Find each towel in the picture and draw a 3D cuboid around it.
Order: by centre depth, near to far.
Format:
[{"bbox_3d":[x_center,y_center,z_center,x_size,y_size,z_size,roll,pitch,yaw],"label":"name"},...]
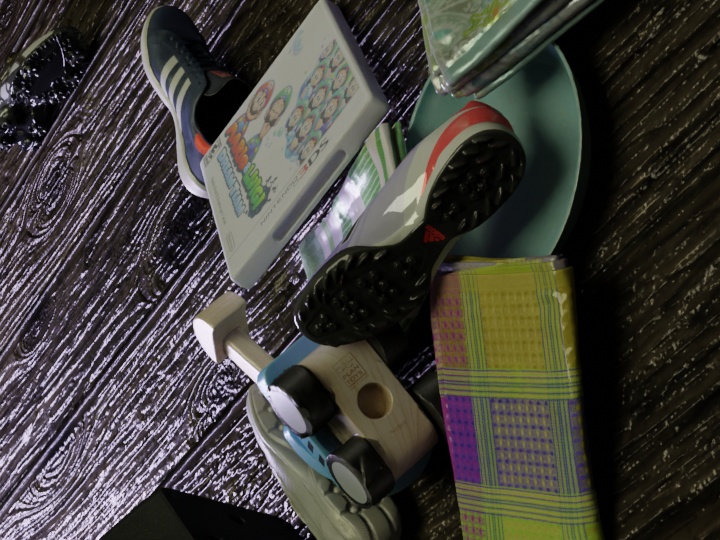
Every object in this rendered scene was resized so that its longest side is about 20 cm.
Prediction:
[{"bbox_3d":[0.101,0.087,1.079,0.143,0.023,0.202,-5,93,56],"label":"towel"},{"bbox_3d":[0.110,-0.228,1.099,0.200,0.048,0.172,-38,46,35],"label":"towel"},{"bbox_3d":[0.000,0.000,1.248,0.200,0.023,0.154,127,137,-56],"label":"towel"}]

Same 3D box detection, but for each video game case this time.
[{"bbox_3d":[-0.058,-0.106,1.317,0.182,0.024,0.200,-52,28,18],"label":"video game case"}]

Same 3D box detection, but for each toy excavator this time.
[{"bbox_3d":[-0.039,0.087,1.219,0.195,0.100,0.200,51,156,1],"label":"toy excavator"}]

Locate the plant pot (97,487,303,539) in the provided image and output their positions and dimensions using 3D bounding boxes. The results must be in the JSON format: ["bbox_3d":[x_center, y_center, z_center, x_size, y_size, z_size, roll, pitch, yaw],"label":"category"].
[{"bbox_3d":[-0.117,0.286,1.275,0.178,0.199,0.200,-59,38,11],"label":"plant pot"}]

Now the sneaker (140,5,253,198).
[{"bbox_3d":[-0.136,-0.167,1.486,0.085,0.075,0.201,-45,58,45],"label":"sneaker"}]

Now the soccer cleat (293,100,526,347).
[{"bbox_3d":[0.030,-0.030,1.118,0.200,0.068,0.073,-47,26,17],"label":"soccer cleat"}]

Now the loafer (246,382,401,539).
[{"bbox_3d":[-0.034,0.157,1.263,0.200,0.069,0.070,-127,33,-45],"label":"loafer"}]

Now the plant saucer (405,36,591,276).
[{"bbox_3d":[0.098,-0.071,1.139,0.200,0.036,0.202,-14,73,55],"label":"plant saucer"}]

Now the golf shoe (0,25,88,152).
[{"bbox_3d":[-0.364,-0.220,1.836,0.200,0.077,0.095,-45,48,42],"label":"golf shoe"}]
